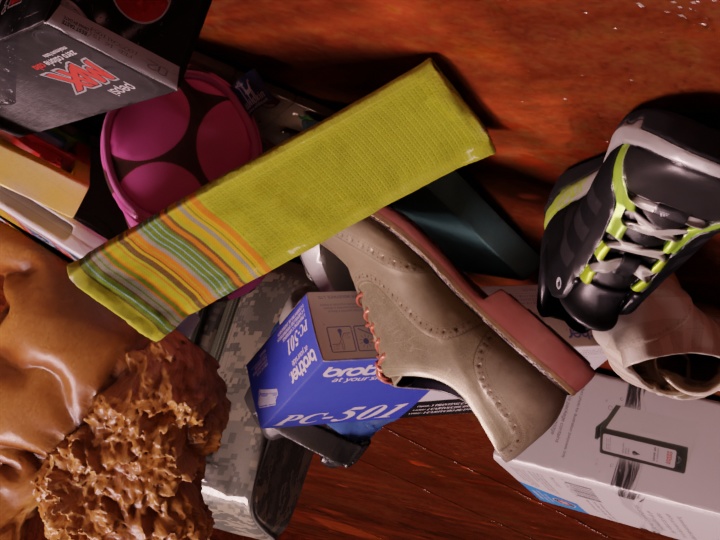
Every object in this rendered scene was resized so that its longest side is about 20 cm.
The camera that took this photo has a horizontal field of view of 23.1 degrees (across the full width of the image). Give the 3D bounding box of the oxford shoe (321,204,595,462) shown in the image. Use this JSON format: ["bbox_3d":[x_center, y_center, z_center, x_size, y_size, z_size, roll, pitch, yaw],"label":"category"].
[{"bbox_3d":[0.021,0.018,0.900,0.200,0.075,0.070,38,180,23],"label":"oxford shoe"}]

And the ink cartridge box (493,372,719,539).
[{"bbox_3d":[0.216,0.140,1.286,0.199,0.085,0.146,12,165,23],"label":"ink cartridge box"}]

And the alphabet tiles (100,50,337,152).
[{"bbox_3d":[-0.077,-0.080,0.976,0.166,0.008,0.200,22,167,-14],"label":"alphabet tiles"}]

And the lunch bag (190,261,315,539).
[{"bbox_3d":[-0.115,0.082,1.260,0.167,0.201,0.139,14,166,15],"label":"lunch bag"}]

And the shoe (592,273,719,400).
[{"bbox_3d":[0.169,0.047,0.968,0.070,0.054,0.200,-26,155,16],"label":"shoe"}]

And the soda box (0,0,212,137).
[{"bbox_3d":[-0.143,-0.112,0.812,0.071,0.064,0.200,25,165,-27],"label":"soda box"}]

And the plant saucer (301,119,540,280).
[{"bbox_3d":[0.037,-0.034,0.960,0.070,0.019,0.200,9,165,27],"label":"plant saucer"}]

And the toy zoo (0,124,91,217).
[{"bbox_3d":[-0.206,-0.078,0.941,0.131,0.021,0.200,27,-172,-14],"label":"toy zoo"}]

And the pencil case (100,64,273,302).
[{"bbox_3d":[-0.087,-0.045,0.936,0.090,0.094,0.200,-25,169,-8],"label":"pencil case"}]

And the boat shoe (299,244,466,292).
[{"bbox_3d":[0.000,0.000,1.050,0.063,0.071,0.200,12,168,27],"label":"boat shoe"}]

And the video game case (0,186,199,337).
[{"bbox_3d":[-0.186,-0.029,0.988,0.199,0.018,0.143,32,172,8],"label":"video game case"}]

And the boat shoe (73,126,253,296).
[{"bbox_3d":[-0.140,-0.038,1.079,0.200,0.072,0.061,27,174,15],"label":"boat shoe"}]

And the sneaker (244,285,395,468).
[{"bbox_3d":[0.014,0.079,1.175,0.199,0.112,0.077,8,-148,-38],"label":"sneaker"}]

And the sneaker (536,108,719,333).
[{"bbox_3d":[0.128,-0.011,0.801,0.071,0.083,0.200,20,167,-5],"label":"sneaker"}]

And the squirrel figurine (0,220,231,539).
[{"bbox_3d":[-0.173,0.102,0.992,0.199,0.187,0.142,28,171,29],"label":"squirrel figurine"}]

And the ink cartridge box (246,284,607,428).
[{"bbox_3d":[0.044,0.048,1.013,0.199,0.044,0.094,-2,153,-28],"label":"ink cartridge box"}]

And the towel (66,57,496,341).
[{"bbox_3d":[-0.036,-0.029,0.830,0.199,0.018,0.086,-29,152,12],"label":"towel"}]
